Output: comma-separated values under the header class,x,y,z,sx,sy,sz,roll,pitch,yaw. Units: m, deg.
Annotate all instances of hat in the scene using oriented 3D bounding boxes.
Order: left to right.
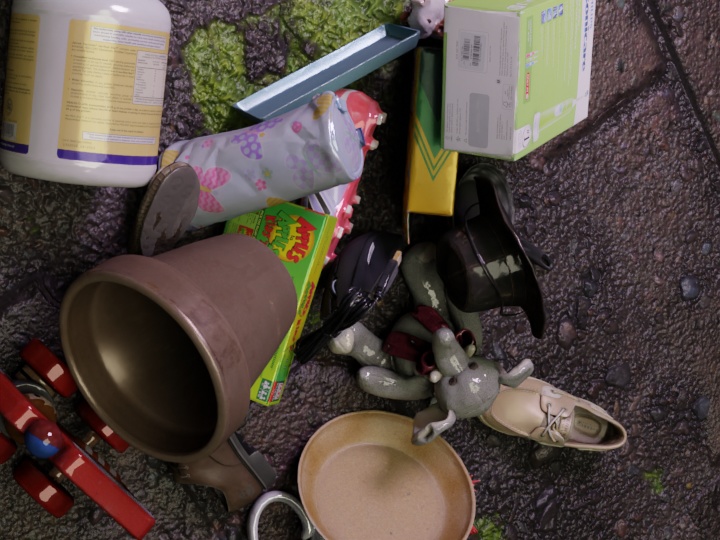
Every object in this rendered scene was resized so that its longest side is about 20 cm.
class,x,y,z,sx,sy,sz,roll,pitch,yaw
hat,0.124,-0.001,1.437,0.081,0.201,0.202,-23,111,-3

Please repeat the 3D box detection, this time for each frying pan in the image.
class,x,y,z,sx,sy,sz,roll,pitch,yaw
frying pan,0.157,-0.060,1.573,0.189,0.031,0.116,3,89,-49

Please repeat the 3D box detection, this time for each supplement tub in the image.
class,x,y,z,sx,sy,sz,roll,pitch,yaw
supplement tub,-0.250,-0.184,1.272,0.145,0.145,0.201,4,98,-28

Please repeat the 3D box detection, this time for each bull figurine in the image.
class,x,y,z,sx,sy,sz,roll,pitch,yaw
bull figurine,0.134,-0.289,1.493,0.199,0.065,0.122,13,104,-35

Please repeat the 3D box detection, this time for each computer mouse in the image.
class,x,y,z,sx,sy,sz,roll,pitch,yaw
computer mouse,0.000,0.000,1.418,0.046,0.140,0.200,43,46,-8

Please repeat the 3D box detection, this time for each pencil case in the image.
class,x,y,z,sx,sy,sz,roll,pitch,yaw
pencil case,-0.097,-0.105,1.348,0.199,0.083,0.091,-17,94,17

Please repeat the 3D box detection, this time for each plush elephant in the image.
class,x,y,z,sx,sy,sz,roll,pitch,yaw
plush elephant,0.088,0.099,1.496,0.164,0.155,0.201,-39,114,-16

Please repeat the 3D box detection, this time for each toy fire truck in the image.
class,x,y,z,sx,sy,sz,roll,pitch,yaw
toy fire truck,-0.284,0.161,1.308,0.112,0.168,0.200,-46,117,-13

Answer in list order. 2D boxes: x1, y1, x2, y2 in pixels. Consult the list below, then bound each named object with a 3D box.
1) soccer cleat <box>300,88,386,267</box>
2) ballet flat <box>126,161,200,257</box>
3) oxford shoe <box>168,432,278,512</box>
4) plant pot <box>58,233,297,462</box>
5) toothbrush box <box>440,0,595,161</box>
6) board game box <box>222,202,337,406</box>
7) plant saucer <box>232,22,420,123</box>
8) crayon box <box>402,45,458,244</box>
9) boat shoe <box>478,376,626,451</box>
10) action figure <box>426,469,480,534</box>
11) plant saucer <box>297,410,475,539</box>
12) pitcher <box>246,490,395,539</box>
class,x,y,z,sx,sy,sz,roll,pitch,yaw
soccer cleat,-0.035,-0.093,1.458,0.076,0.067,0.201,21,99,7
ballet flat,-0.200,-0.033,1.336,0.067,0.046,0.201,-21,147,-34
oxford shoe,-0.170,0.177,1.427,0.084,0.073,0.200,-43,116,-12
plant pot,-0.151,0.050,1.296,0.174,0.199,0.201,-39,118,-43
toothbrush box,0.161,-0.208,1.397,0.200,0.086,0.147,-31,127,-53
board game box,-0.104,0.025,1.415,0.101,0.048,0.201,18,92,11
plant saucer,-0.033,-0.201,1.426,0.199,0.070,0.019,-30,119,-19
crayon box,0.075,-0.133,1.461,0.050,0.127,0.201,4,100,-1
boat shoe,0.227,0.173,1.635,0.199,0.065,0.073,18,91,-29
action figure,0.092,0.302,1.592,0.098,0.065,0.201,13,95,-22
plant saucer,0.025,0.244,1.503,0.199,0.201,0.036,-9,144,-26
pitcher,-0.066,0.353,1.501,0.171,0.121,0.201,24,77,-9
